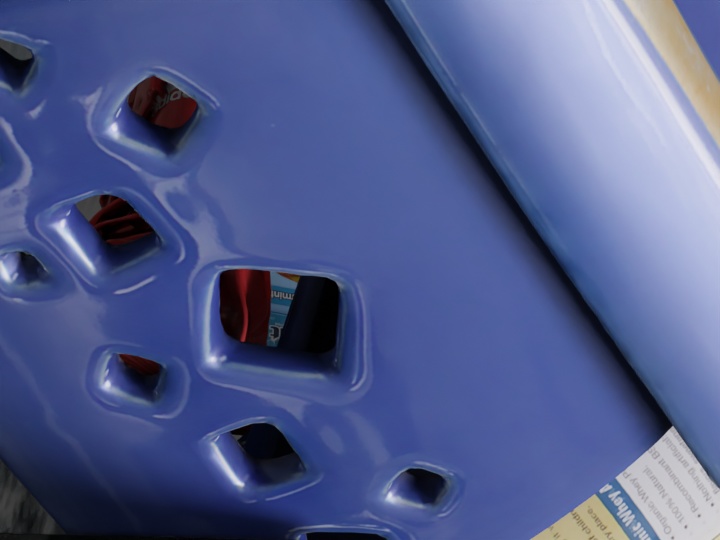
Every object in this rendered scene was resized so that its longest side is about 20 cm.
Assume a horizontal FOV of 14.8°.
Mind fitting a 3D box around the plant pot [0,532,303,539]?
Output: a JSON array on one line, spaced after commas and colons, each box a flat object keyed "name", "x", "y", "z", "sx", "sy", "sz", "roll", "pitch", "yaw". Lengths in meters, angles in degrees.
[{"name": "plant pot", "x": -0.071, "y": 0.162, "z": 0.569, "sx": 0.200, "sy": 0.199, "sz": 0.179, "roll": -54, "pitch": 141, "yaw": -63}]

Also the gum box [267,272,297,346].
[{"name": "gum box", "x": 0.000, "y": 0.000, "z": 1.064, "sx": 0.170, "sy": 0.044, "sz": 0.201, "roll": -58, "pitch": 154, "yaw": -60}]

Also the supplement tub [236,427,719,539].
[{"name": "supplement tub", "x": 0.026, "y": 0.091, "z": 0.742, "sx": 0.200, "sy": 0.145, "sz": 0.145, "roll": -37, "pitch": 150, "yaw": -18}]

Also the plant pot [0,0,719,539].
[{"name": "plant pot", "x": 0.010, "y": -0.058, "z": 0.602, "sx": 0.200, "sy": 0.179, "sz": 0.201, "roll": 54, "pitch": 39, "yaw": -33}]

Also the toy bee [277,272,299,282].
[{"name": "toy bee", "x": -0.005, "y": -0.030, "z": 0.887, "sx": 0.131, "sy": 0.108, "sz": 0.201, "roll": -67, "pitch": 148, "yaw": -64}]

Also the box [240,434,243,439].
[{"name": "box", "x": -0.008, "y": 0.167, "z": 0.895, "sx": 0.197, "sy": 0.123, "sz": 0.201, "roll": 100, "pitch": 6, "yaw": -63}]

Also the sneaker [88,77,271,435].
[{"name": "sneaker", "x": -0.060, "y": -0.016, "z": 0.759, "sx": 0.200, "sy": 0.078, "sz": 0.116, "roll": 96, "pitch": -4, "yaw": -84}]
